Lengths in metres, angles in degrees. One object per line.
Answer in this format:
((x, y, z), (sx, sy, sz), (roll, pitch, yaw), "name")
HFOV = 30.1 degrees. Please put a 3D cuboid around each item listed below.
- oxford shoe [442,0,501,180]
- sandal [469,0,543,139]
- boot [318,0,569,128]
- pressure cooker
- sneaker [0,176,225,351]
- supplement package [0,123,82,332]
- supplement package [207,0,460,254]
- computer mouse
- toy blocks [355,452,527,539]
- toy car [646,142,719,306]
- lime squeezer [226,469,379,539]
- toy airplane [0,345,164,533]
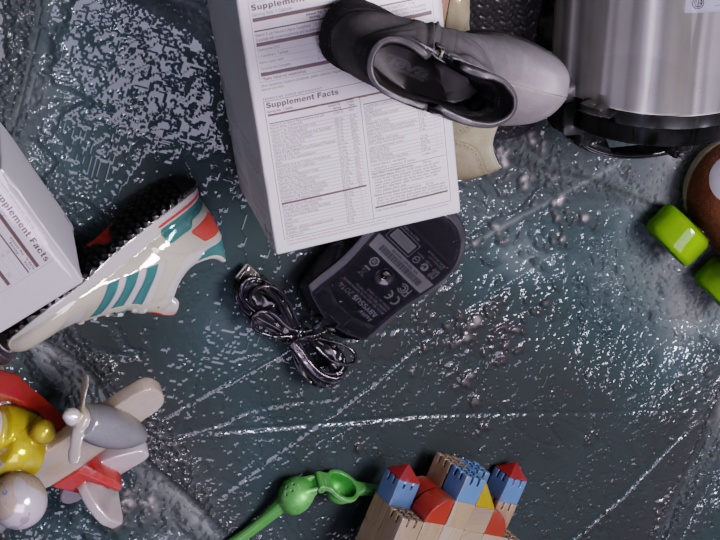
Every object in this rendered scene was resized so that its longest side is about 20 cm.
((0.083, -0.159, 1.065), (0.073, 0.071, 0.201), (-5, 134, -2), "oxford shoe")
((0.112, -0.200, 1.095), (0.074, 0.045, 0.202), (-11, 131, -5), "sandal")
((0.075, -0.122, 0.895), (0.198, 0.132, 0.071), (6, 109, -24), "boot")
((0.233, -0.183, 1.050), (0.174, 0.179, 0.202), (12, 121, 25), "pressure cooker")
((-0.192, 0.016, 1.072), (0.199, 0.070, 0.094), (-40, 122, -14), "sneaker")
((-0.326, -0.003, 1.015), (0.199, 0.114, 0.110), (-32, 119, -1), "supplement package")
((-0.024, -0.146, 1.012), (0.149, 0.152, 0.202), (-13, 117, -11), "supplement package")
((0.000, 0.000, 1.149), (0.199, 0.053, 0.139), (-35, 117, 14), "computer mouse")
((0.080, 0.236, 1.248), (0.198, 0.100, 0.138), (17, 100, -35), "toy blocks")
((0.376, -0.026, 1.154), (0.164, 0.200, 0.158), (-46, 118, 8), "toy car")
((-0.034, 0.217, 1.241), (0.198, 0.038, 0.071), (-13, 117, -11), "lime squeezer")
((-0.264, 0.159, 1.089), (0.196, 0.142, 0.202), (5, 127, -8), "toy airplane")
